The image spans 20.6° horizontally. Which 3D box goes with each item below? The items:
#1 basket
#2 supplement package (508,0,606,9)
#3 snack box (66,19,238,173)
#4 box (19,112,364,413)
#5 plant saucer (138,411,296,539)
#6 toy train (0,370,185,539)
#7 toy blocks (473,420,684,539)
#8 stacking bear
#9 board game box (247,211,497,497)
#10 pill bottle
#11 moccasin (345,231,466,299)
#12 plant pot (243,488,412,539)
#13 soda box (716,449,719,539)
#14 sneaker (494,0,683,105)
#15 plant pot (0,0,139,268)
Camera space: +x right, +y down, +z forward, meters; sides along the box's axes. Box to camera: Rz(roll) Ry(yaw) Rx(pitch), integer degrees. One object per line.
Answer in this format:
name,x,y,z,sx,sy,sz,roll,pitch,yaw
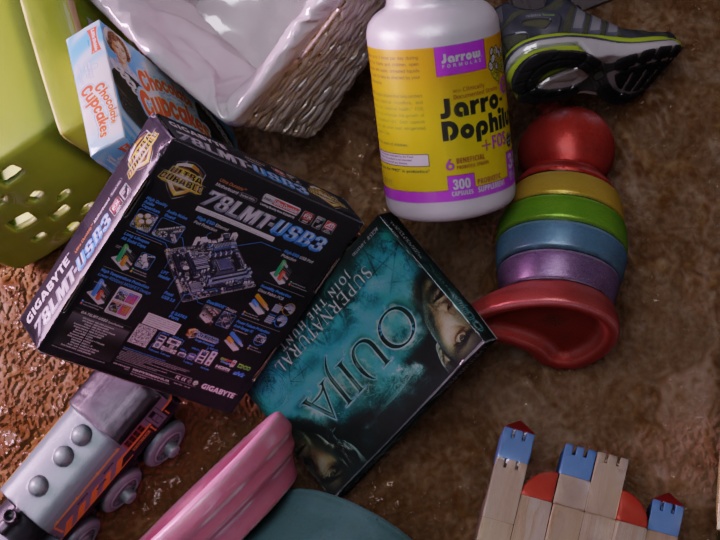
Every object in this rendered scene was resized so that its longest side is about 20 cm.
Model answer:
basket,-0.078,-0.239,1.611,0.200,0.161,0.198,44,105,23
supplement package,0.204,-0.301,1.657,0.200,0.114,0.110,-21,70,5
snack box,-0.155,-0.103,1.577,0.037,0.200,0.116,-27,58,17
box,-0.129,0.000,1.533,0.199,0.200,0.050,-57,41,14
plant saucer,-0.119,0.195,1.541,0.201,0.201,0.051,-44,92,-4
toy train,-0.224,0.155,1.608,0.085,0.114,0.200,39,84,19
toy blocks,0.168,0.200,1.539,0.200,0.100,0.137,16,67,2
stacking bear,0.162,-0.040,1.596,0.121,0.114,0.200,21,61,-26
board game box,0.002,0.070,1.582,0.135,0.028,0.200,50,118,16
pill bottle,0.060,-0.145,1.533,0.104,0.104,0.200,-5,106,9
moccasin,0.001,-0.001,1.629,0.201,0.078,0.074,35,84,18
plant pot,-0.044,0.277,1.508,0.200,0.200,0.188,21,65,15
soda box,0.317,0.113,1.546,0.068,0.064,0.200,4,75,12
sneaker,0.183,-0.186,1.603,0.074,0.200,0.081,-49,58,36
plant pot,-0.280,-0.139,1.643,0.181,0.199,0.200,-23,70,14
